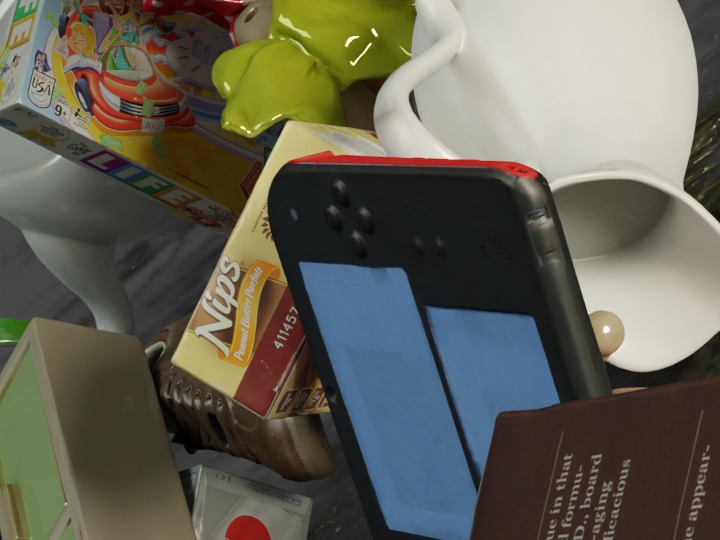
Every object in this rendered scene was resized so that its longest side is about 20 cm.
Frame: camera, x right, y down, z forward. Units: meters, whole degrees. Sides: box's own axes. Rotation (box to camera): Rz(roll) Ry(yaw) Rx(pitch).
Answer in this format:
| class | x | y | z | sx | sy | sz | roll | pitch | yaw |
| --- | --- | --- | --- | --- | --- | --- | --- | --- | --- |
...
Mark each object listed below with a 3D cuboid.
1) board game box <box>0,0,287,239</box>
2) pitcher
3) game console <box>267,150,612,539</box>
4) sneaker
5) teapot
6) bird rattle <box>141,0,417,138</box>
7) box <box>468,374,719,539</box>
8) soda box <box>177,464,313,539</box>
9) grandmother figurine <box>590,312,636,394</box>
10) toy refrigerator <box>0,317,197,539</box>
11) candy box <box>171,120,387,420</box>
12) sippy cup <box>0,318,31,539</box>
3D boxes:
| class | x | y | z | sx | sy | sz | roll | pitch | yaw |
| --- | --- | --- | --- | --- | --- | --- | --- | --- | --- |
| board game box | -0.093 | -0.103 | 1.446 | 0.034 | 0.200 | 0.135 | -17 | 55 | 48 |
| pitcher | 0.068 | -0.072 | 1.143 | 0.121 | 0.171 | 0.200 | -44 | 34 | 27 |
| game console | 0.040 | 0.051 | 1.047 | 0.177 | 0.031 | 0.201 | 9 | 121 | 60 |
| sneaker | -0.067 | 0.072 | 1.385 | 0.075 | 0.071 | 0.200 | -24 | 17 | -8 |
| teapot | -0.125 | -0.094 | 1.569 | 0.200 | 0.146 | 0.198 | -38 | 43 | 23 |
| bird rattle | -0.028 | -0.092 | 1.357 | 0.113 | 0.163 | 0.200 | -47 | 24 | -8 |
| box | 0.142 | 0.135 | 0.844 | 0.200 | 0.165 | 0.165 | -17 | 56 | 59 |
| soda box | -0.105 | 0.152 | 1.421 | 0.200 | 0.068 | 0.064 | -23 | 53 | 56 |
| grandmother figurine | 0.099 | 0.077 | 1.075 | 0.200 | 0.060 | 0.122 | 6 | 94 | 63 |
| toy refrigerator | -0.132 | 0.121 | 1.334 | 0.076 | 0.070 | 0.200 | -56 | 36 | 32 |
| candy box | 0.000 | 0.000 | 1.217 | 0.116 | 0.055 | 0.200 | -63 | -19 | 10 |
| sippy cup | -0.220 | 0.119 | 1.600 | 0.178 | 0.130 | 0.140 | -33 | 41 | 50 |
